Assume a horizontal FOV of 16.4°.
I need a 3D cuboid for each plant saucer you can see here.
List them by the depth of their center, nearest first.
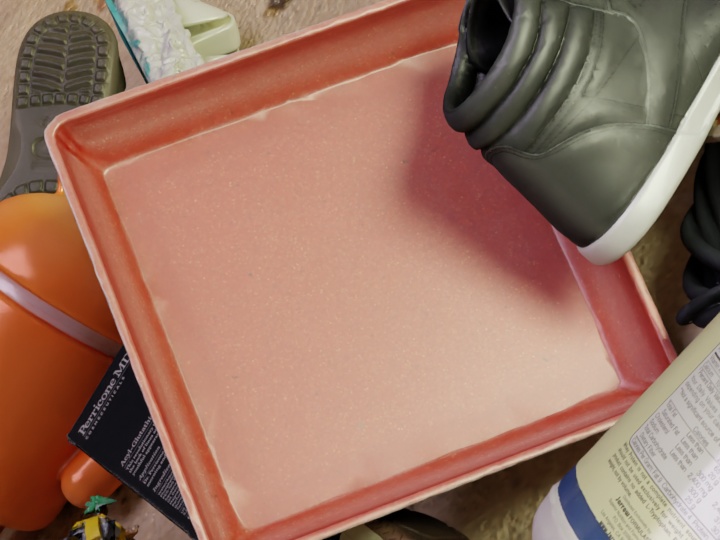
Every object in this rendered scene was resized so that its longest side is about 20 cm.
[{"bbox_3d":[0.000,0.000,0.996,0.200,0.037,0.200,-20,73,-9],"label":"plant saucer"}]

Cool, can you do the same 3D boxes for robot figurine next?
[{"bbox_3d":[-0.167,0.048,1.232,0.200,0.117,0.144,-58,34,3],"label":"robot figurine"}]

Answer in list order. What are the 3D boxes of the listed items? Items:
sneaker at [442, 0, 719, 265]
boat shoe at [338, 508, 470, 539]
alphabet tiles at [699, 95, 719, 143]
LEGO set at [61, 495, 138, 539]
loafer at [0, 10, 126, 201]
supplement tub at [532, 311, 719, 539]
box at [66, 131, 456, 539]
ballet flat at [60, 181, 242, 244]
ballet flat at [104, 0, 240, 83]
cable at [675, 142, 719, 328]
[{"bbox_3d":[0.102,-0.110,0.980,0.200,0.099,0.071,-62,16,-23],"label":"sneaker"},{"bbox_3d":[0.046,0.156,0.929,0.202,0.075,0.075,35,105,62],"label":"boat shoe"},{"bbox_3d":[0.174,-0.118,0.987,0.167,0.006,0.200,-58,16,-11],"label":"alphabet tiles"},{"bbox_3d":[-0.172,0.180,1.100,0.154,0.116,0.200,-13,49,26],"label":"LEGO set"},{"bbox_3d":[-0.157,-0.036,1.336,0.076,0.067,0.200,9,80,16],"label":"loafer"},{"bbox_3d":[0.167,0.059,0.782,0.200,0.145,0.145,-48,34,11],"label":"supplement tub"},{"bbox_3d":[-0.025,0.026,1.109,0.200,0.079,0.141,-58,36,-2],"label":"box"},{"bbox_3d":[-0.091,-0.029,1.105,0.068,0.072,0.200,-58,33,-2],"label":"ballet flat"},{"bbox_3d":[-0.087,-0.103,1.321,0.072,0.072,0.200,-45,37,16],"label":"ballet flat"},{"bbox_3d":[0.184,-0.057,0.941,0.200,0.051,0.163,-46,32,16],"label":"cable"}]
